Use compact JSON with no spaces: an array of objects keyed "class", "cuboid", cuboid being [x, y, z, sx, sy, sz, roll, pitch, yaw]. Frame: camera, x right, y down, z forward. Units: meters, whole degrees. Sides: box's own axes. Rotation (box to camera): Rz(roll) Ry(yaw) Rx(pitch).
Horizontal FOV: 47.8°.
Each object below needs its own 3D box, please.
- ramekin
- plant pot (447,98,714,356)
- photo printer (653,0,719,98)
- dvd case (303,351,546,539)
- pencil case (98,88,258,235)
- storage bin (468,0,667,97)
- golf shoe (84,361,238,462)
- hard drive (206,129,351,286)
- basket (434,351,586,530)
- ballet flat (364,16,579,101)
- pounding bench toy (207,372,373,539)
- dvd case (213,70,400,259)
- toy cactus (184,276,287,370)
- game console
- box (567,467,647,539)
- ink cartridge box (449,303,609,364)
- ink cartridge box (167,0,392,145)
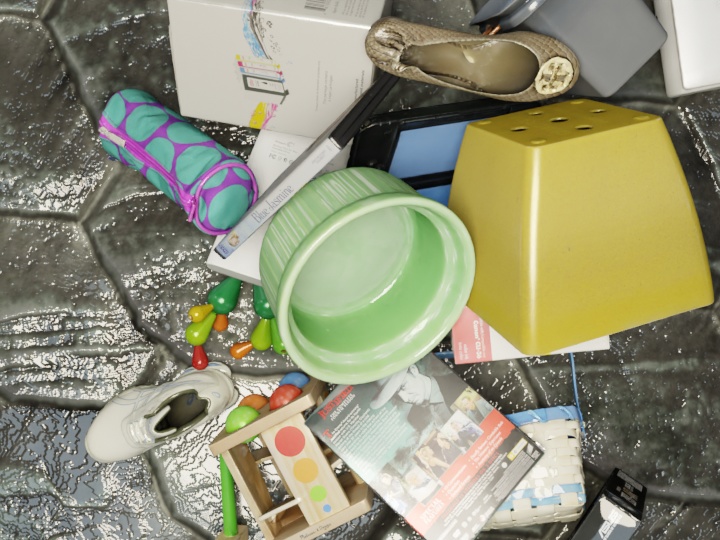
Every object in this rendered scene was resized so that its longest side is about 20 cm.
[{"class":"ramekin","cuboid":[0.000,0.000,0.777,0.199,0.098,0.201,-15,126,-20]},{"class":"plant pot","cuboid":[0.196,-0.059,0.781,0.199,0.200,0.177,-14,113,-14]},{"class":"photo printer","cuboid":[0.393,-0.296,0.854,0.166,0.069,0.201,-9,95,5]},{"class":"dvd case","cuboid":[0.063,0.169,0.817,0.200,0.022,0.146,41,79,12]},{"class":"pencil case","cuboid":[-0.198,-0.117,0.865,0.200,0.092,0.085,36,124,32]},{"class":"storage bin","cuboid":[0.204,-0.242,0.818,0.134,0.200,0.146,44,97,-10]},{"class":"golf shoe","cuboid":[-0.240,0.168,0.932,0.200,0.097,0.078,-29,95,8]},{"class":"hard drive","cuboid":[-0.070,-0.074,0.888,0.131,0.026,0.201,18,71,2]},{"class":"basket","cuboid":[0.159,0.177,0.893,0.176,0.139,0.201,-8,67,7]},{"class":"ballet flat","cuboid":[0.102,-0.185,0.725,0.199,0.046,0.068,9,122,-9]},{"class":"pounding bench toy","cuboid":[-0.107,0.221,0.912,0.200,0.124,0.156,-28,93,6]},{"class":"dvd case","cuboid":[-0.052,-0.099,0.763,0.018,0.143,0.200,43,133,-11]},{"class":"toy cactus","cuboid":[-0.118,0.019,0.918,0.199,0.102,0.166,-21,84,14]},{"class":"game console","cuboid":[0.092,-0.077,0.848,0.199,0.176,0.117,-11,64,-16]},{"class":"box","cuboid":[0.238,0.297,0.858,0.043,0.200,0.161,34,98,21]},{"class":"ink cartridge box","cuboid":[0.195,0.045,0.876,0.199,0.117,0.068,-7,101,5]},{"class":"ink cartridge box","cuboid":[-0.075,-0.239,0.829,0.199,0.148,0.145,10,139,3]}]
